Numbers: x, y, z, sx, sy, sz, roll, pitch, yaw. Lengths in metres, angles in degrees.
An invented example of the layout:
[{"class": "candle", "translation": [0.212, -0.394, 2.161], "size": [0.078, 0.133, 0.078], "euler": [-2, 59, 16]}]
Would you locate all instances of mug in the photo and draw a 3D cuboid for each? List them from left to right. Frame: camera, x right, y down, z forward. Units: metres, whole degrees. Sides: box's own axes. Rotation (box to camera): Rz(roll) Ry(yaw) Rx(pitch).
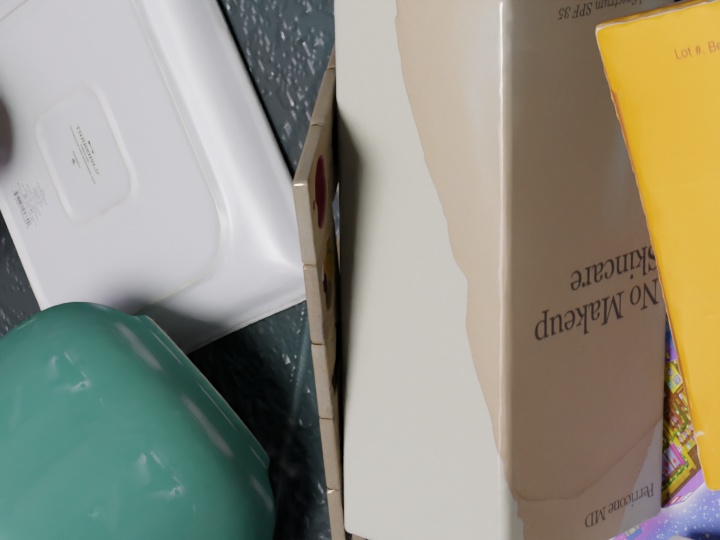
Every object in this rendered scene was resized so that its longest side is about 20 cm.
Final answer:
[{"class": "mug", "translation": [-0.103, 0.099, 0.954], "size": [0.152, 0.114, 0.185], "euler": [40, 168, 47]}]

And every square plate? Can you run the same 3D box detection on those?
[{"class": "square plate", "translation": [-0.117, -0.053, 0.986], "size": [0.198, 0.028, 0.200], "euler": [-26, 85, 46]}]

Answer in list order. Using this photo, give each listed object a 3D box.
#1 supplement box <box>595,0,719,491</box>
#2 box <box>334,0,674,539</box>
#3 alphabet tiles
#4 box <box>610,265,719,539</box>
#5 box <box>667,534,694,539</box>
[{"class": "supplement box", "translation": [0.160, -0.029, 0.592], "size": [0.073, 0.200, 0.126], "euler": [-10, 96, 43]}, {"class": "box", "translation": [0.049, -0.005, 0.734], "size": [0.078, 0.095, 0.200], "euler": [15, 114, 42]}, {"class": "alphabet tiles", "translation": [0.000, 0.000, 0.798], "size": [0.008, 0.167, 0.200], "euler": [2, 128, 9]}, {"class": "box", "translation": [0.108, 0.048, 0.787], "size": [0.137, 0.039, 0.200], "euler": [58, 135, 13]}, {"class": "box", "translation": [0.130, 0.204, 0.741], "size": [0.200, 0.110, 0.035], "euler": [54, 173, -3]}]
